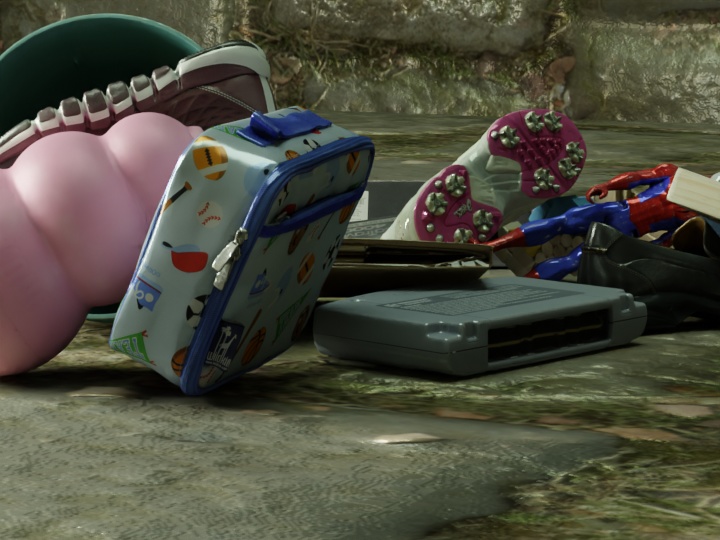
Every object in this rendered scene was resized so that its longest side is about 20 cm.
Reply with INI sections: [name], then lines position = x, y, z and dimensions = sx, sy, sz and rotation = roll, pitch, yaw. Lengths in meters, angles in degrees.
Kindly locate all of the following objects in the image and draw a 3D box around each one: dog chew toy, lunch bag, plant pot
[dog chew toy]
position = -0.174, -0.024, 1.310
dimensions = 0.199, 0.125, 0.125
rotation = -30, 9, -1
[lunch bag]
position = -0.063, -0.018, 1.279
dimensions = 0.075, 0.161, 0.200
rotation = 29, 18, 11
[plant pot]
position = -0.162, -0.056, 1.500
dimensions = 0.200, 0.202, 0.161
rotation = 1, -9, 4

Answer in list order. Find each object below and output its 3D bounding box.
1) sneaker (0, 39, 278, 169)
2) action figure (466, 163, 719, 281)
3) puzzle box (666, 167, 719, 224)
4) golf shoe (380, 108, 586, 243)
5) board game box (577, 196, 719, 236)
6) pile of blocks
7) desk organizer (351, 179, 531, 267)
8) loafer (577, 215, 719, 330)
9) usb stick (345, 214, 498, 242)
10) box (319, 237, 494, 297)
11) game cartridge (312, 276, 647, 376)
[sneaker]
position = -0.135, -0.058, 1.381
dimensions = 0.199, 0.116, 0.076
rotation = -23, -7, -2
[action figure]
position = 0.177, -0.030, 1.572
dimensions = 0.199, 0.066, 0.052
rotation = -21, -3, -11
[puzzle box]
position = 0.321, -0.016, 1.504
dimensions = 0.200, 0.026, 0.133
rotation = 24, 4, 36
[golf shoe]
position = 0.089, -0.060, 1.664
dimensions = 0.200, 0.075, 0.091
rotation = -31, 0, -39
[board game box]
position = 0.205, -0.041, 1.958
dimensions = 0.199, 0.035, 0.135
rotation = -4, 9, -25
[pile of blocks]
position = 0.192, -0.028, 1.689
dimensions = 0.199, 0.083, 0.062
rotation = 7, 10, 43
[desk organizer]
position = 0.039, -0.041, 1.833
dimensions = 0.199, 0.072, 0.077
rotation = 0, 5, -2
[loafer]
position = 0.237, -0.001, 1.519
dimensions = 0.199, 0.073, 0.073
rotation = -4, 7, -32
[usb stick]
position = 0.009, -0.019, 1.708
dimensions = 0.199, 0.033, 0.056
rotation = -8, 31, -5
[box]
position = 0.000, 0.000, 1.532
dimensions = 0.163, 0.021, 0.200
rotation = 0, -7, -4
[game cartridge]
position = 0.072, 0.033, 1.409
dimensions = 0.133, 0.041, 0.200
rotation = 12, 14, 43
